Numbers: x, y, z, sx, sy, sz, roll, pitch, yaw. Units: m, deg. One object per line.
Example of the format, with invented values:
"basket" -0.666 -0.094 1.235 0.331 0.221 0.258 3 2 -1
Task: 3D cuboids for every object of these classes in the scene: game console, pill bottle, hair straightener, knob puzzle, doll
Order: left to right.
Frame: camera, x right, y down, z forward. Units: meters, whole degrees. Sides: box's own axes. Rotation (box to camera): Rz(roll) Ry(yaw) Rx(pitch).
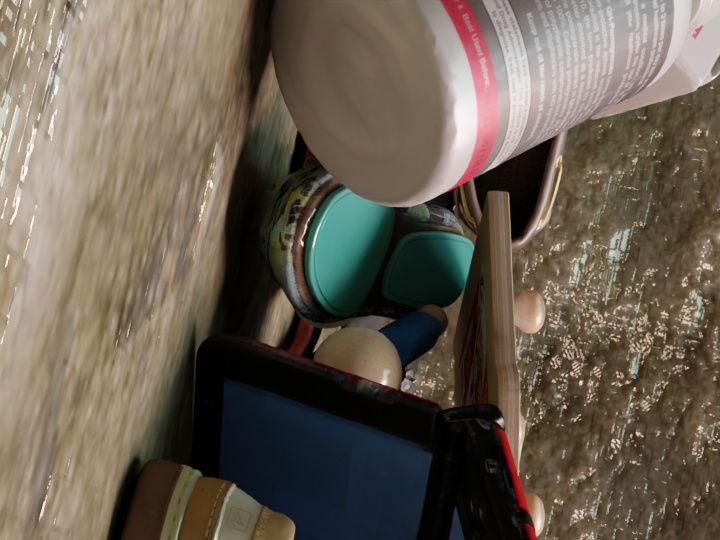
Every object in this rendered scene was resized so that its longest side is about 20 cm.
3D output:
"doll" -0.013 0.061 0.977 0.136 0.049 0.200 -33 171 -15
"hair straightener" -0.003 0.046 1.203 0.200 0.076 0.041 -50 154 -81
"game console" -0.002 0.146 0.880 0.201 0.118 0.173 97 -16 -48
"knob puzzle" 0.067 0.091 0.969 0.220 0.030 0.222 -179 -90 -87
"pill bottle" 0.069 -0.112 0.892 0.199 0.111 0.111 -27 142 -34

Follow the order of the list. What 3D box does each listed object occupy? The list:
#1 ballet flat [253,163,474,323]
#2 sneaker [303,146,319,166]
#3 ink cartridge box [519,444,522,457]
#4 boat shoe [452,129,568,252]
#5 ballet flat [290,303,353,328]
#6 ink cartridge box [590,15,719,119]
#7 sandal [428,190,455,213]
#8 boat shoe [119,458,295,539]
"ballet flat" -0.012 -0.013 0.963 0.200 0.074 0.075 24 78 -67
"sneaker" 0.013 -0.115 1.085 0.082 0.077 0.201 -122 -130 -84
"ink cartridge box" 0.001 0.164 1.155 0.200 0.144 0.084 -71 174 -53
"boat shoe" 0.082 -0.110 1.105 0.060 0.071 0.202 -100 -165 -78
"ballet flat" 0.000 0.000 1.151 0.200 0.066 0.057 -69 138 -77
"ink cartridge box" 0.113 -0.197 1.042 0.084 0.200 0.145 -16 -148 51
"sandal" 0.042 -0.031 1.235 0.200 0.042 0.077 -110 -155 -82
"boat shoe" -0.053 0.142 0.838 0.200 0.076 0.072 95 7 -64
